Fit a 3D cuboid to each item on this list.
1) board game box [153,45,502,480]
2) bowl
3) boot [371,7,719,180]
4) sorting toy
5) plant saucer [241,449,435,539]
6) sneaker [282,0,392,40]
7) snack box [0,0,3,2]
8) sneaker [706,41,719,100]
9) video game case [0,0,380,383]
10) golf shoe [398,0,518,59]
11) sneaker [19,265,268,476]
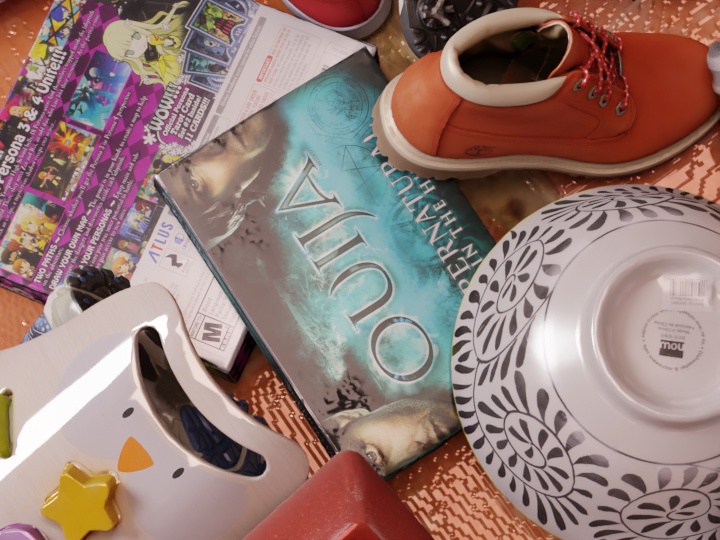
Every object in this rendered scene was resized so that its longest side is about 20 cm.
[{"bbox_3d":[0.000,0.000,1.287,0.135,0.028,0.200,-32,82,-11],"label":"board game box"},{"bbox_3d":[0.151,0.041,1.229,0.200,0.094,0.201,1,77,-5],"label":"bowl"},{"bbox_3d":[0.116,-0.097,1.270,0.200,0.107,0.075,-9,72,-21],"label":"boot"},{"bbox_3d":[-0.125,0.105,1.210,0.180,0.107,0.200,-42,86,13],"label":"sorting toy"},{"bbox_3d":[-0.012,0.225,1.191,0.200,0.037,0.200,-42,106,-6],"label":"plant saucer"},{"bbox_3d":[-0.069,-0.211,1.338,0.200,0.112,0.071,37,83,17],"label":"sneaker"},{"bbox_3d":[-0.250,-0.239,1.383,0.142,0.053,0.200,-29,71,17],"label":"snack box"},{"bbox_3d":[0.283,-0.094,1.298,0.200,0.075,0.082,-6,106,1],"label":"sneaker"},{"bbox_3d":[-0.110,-0.062,1.339,0.181,0.036,0.200,21,77,11],"label":"video game case"},{"bbox_3d":[0.042,-0.201,1.344,0.078,0.094,0.200,12,75,-27],"label":"golf shoe"},{"bbox_3d":[-0.105,0.095,1.279,0.085,0.077,0.200,-40,87,29],"label":"sneaker"}]
